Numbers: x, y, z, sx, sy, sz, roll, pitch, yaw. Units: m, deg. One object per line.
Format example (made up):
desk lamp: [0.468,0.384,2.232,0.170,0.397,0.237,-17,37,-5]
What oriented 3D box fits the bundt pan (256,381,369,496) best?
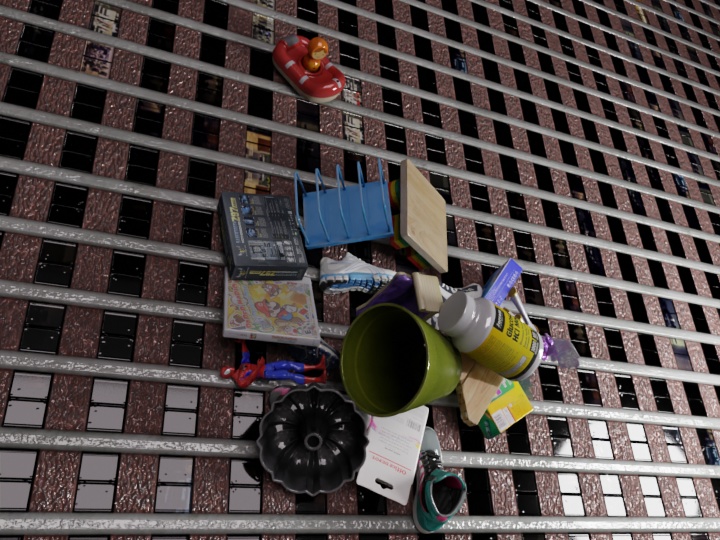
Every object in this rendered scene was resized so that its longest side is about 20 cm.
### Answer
bundt pan: [-0.085,0.293,1.125,0.198,0.076,0.206,-1,99,-4]

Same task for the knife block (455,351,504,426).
knife block: [0.282,0.211,1.318,0.172,0.064,0.204,-9,74,-5]

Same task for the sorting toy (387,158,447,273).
sorting toy: [0.128,-0.118,1.460,0.199,0.069,0.202,37,47,-47]

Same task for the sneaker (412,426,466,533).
sneaker: [0.148,0.392,1.208,0.082,0.121,0.203,12,59,-20]

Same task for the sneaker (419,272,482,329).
sneaker: [0.187,0.047,1.440,0.198,0.079,0.131,-32,89,-26]

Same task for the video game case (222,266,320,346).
video game case: [-0.175,0.066,1.216,0.179,0.023,0.201,8,33,-17]

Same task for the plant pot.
plant pot: [0.096,0.177,1.196,0.192,0.199,0.203,17,53,-50]

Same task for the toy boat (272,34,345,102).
toy boat: [-0.118,-0.522,1.562,0.200,0.131,0.130,46,54,3]

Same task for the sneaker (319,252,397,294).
sneaker: [0.000,0.000,1.378,0.197,0.075,0.088,4,56,-25]

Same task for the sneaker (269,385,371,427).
sneaker: [-0.077,0.255,1.209,0.197,0.080,0.096,15,21,-6]

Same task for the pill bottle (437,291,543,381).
pill bottle: [0.249,0.124,1.213,0.198,0.112,0.114,31,53,-22]

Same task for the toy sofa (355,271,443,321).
toy sofa: [0.075,0.086,1.287,0.096,0.200,0.084,8,58,-30]

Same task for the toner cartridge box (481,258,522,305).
toner cartridge box: [0.307,0.064,1.484,0.043,0.095,0.200,40,53,2]

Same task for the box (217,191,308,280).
box: [-0.206,-0.073,1.301,0.155,0.051,0.202,1,51,-28]

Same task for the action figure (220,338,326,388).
action figure: [-0.164,0.167,1.165,0.196,0.100,0.066,-4,33,-5]

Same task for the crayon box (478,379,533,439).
crayon box: [0.282,0.252,1.391,0.118,0.058,0.202,-20,74,-34]

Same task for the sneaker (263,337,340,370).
sneaker: [-0.117,0.122,1.247,0.198,0.077,0.086,31,48,-5]

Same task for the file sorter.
file sorter: [-0.037,-0.148,1.353,0.196,0.123,0.141,-8,64,5]

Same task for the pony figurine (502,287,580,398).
pony figurine: [0.395,0.167,1.440,0.200,0.165,0.194,47,26,-21]

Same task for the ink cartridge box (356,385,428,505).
ink cartridge box: [0.052,0.344,1.217,0.116,0.067,0.202,27,53,-10]
